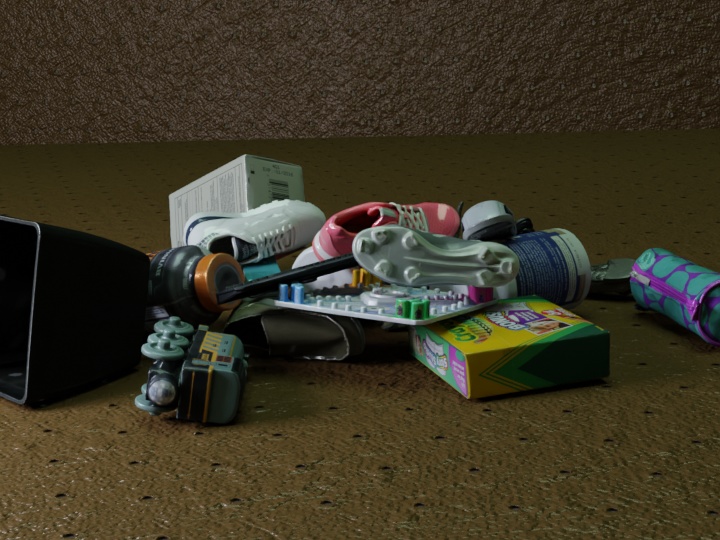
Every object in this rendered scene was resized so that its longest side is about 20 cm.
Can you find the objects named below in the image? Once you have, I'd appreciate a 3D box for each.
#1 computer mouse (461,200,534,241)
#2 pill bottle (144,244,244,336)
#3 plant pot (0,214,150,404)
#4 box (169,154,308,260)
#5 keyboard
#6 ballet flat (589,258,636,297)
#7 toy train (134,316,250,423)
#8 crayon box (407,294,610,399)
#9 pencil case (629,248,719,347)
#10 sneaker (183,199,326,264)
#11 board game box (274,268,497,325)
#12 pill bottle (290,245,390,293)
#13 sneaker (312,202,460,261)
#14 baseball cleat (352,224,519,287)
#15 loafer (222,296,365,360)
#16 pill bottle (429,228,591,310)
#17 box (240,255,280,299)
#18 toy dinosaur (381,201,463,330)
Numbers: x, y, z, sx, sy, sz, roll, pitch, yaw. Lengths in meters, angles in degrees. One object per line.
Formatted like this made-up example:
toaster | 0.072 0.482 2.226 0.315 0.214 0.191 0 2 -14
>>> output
computer mouse | 0.171 -0.059 1.705 0.109 0.044 0.200 -21 -14 6
pill bottle | -0.241 0.026 1.641 0.199 0.107 0.106 -9 7 35
plant pot | -0.362 0.039 1.542 0.177 0.202 0.199 3 5 -44
box | -0.181 -0.073 1.911 0.108 0.129 0.199 7 -19 -40
keyboard | -0.082 0.007 1.574 0.199 0.021 0.127 -15 -6 -28
ballet flat | 0.302 0.013 1.824 0.199 0.047 0.068 -1 43 31
toy train | -0.180 0.109 1.425 0.113 0.086 0.200 9 11 -3
crayon box | 0.165 0.083 1.496 0.171 0.059 0.200 -6 12 -16
pencil case | 0.408 0.032 1.615 0.092 0.086 0.200 11 9 -16
sneaker | -0.133 -0.042 1.738 0.199 0.077 0.080 -12 27 -21
board game box | 0.033 0.027 1.533 0.199 0.026 0.200 7 9 31
pill bottle | 0.000 0.000 1.775 0.110 0.112 0.200 5 15 30
sneaker | 0.041 -0.052 1.649 0.199 0.074 0.087 -12 -24 -16
baseball cleat | 0.085 -0.011 1.538 0.198 0.070 0.106 11 1 -5
loafer | -0.084 0.079 1.568 0.199 0.076 0.070 3 27 35
pill bottle | 0.191 0.013 1.679 0.199 0.112 0.111 -11 15 -33
box | -0.133 0.029 1.743 0.049 0.083 0.200 -3 13 -8
toy dinosaur | 0.087 0.007 1.728 0.047 0.201 0.088 30 -17 -4
